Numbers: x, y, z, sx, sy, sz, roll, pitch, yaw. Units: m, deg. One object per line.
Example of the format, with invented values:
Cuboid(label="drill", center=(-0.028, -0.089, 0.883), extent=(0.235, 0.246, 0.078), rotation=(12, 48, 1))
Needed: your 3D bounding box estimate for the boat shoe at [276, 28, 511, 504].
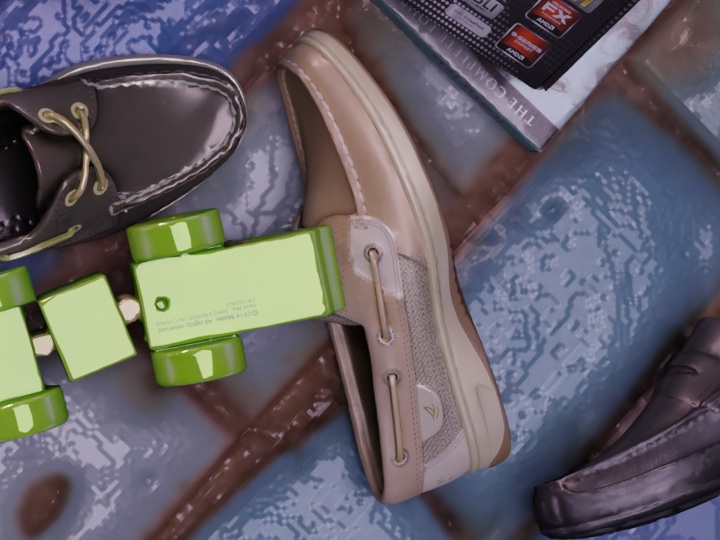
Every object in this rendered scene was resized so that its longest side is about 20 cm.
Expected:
Cuboid(label="boat shoe", center=(0.000, 0.000, 1.225), extent=(0.065, 0.072, 0.200), rotation=(-23, 104, -14))

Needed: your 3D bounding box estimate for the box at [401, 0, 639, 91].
Cuboid(label="box", center=(0.045, -0.180, 1.161), extent=(0.200, 0.044, 0.160), rotation=(32, 127, -20))

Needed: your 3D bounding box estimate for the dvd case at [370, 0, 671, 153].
Cuboid(label="dvd case", center=(0.089, -0.171, 1.264), extent=(0.146, 0.022, 0.200), rotation=(43, 83, -13))

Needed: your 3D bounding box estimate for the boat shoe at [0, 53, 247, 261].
Cuboid(label="boat shoe", center=(-0.136, -0.039, 1.188), extent=(0.202, 0.060, 0.072), rotation=(-17, 97, -14))

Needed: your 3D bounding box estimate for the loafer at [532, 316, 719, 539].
Cuboid(label="loafer", center=(0.156, 0.055, 1.273), extent=(0.201, 0.068, 0.070), rotation=(-26, 91, -18))

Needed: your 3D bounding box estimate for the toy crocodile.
Cuboid(label="toy crocodile", center=(-0.105, 0.020, 1.186), extent=(0.200, 0.062, 0.068), rotation=(-16, 96, -5))
